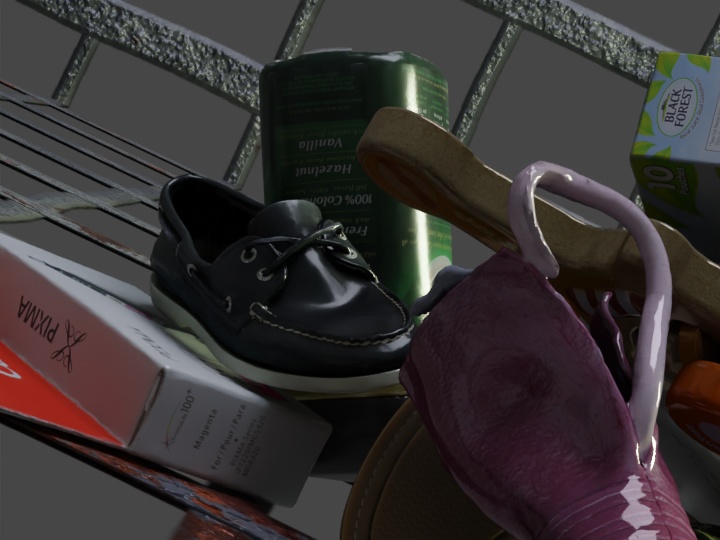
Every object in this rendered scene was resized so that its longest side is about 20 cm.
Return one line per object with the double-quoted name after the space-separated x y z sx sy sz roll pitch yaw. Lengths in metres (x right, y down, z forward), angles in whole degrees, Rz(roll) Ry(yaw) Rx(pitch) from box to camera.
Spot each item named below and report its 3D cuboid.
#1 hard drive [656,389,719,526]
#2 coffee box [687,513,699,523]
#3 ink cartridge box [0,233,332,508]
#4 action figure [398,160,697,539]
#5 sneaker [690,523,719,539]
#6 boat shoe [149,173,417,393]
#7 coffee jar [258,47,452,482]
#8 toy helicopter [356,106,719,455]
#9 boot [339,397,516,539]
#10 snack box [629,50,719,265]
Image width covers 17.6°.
0.154 0.084 1.018 0.132 0.026 0.200 52 -4 -22 "hard drive"
0.244 0.102 1.204 0.114 0.201 0.080 26 3 27 "coffee box"
-0.132 0.027 0.999 0.173 0.044 0.200 24 4 -36 "ink cartridge box"
0.089 0.089 0.743 0.133 0.149 0.201 15 33 -34 "action figure"
0.118 0.116 0.927 0.089 0.077 0.200 51 2 -2 "sneaker"
-0.035 -0.001 1.001 0.074 0.067 0.199 -11 19 -23 "boat shoe"
0.000 0.000 1.106 0.085 0.202 0.104 -4 -5 16 "coffee jar"
0.086 0.002 0.868 0.199 0.079 0.132 32 -15 3 "toy helicopter"
0.037 0.080 0.969 0.076 0.200 0.155 35 -33 -3 "boot"
0.190 -0.006 0.902 0.141 0.053 0.200 10 -24 21 "snack box"
